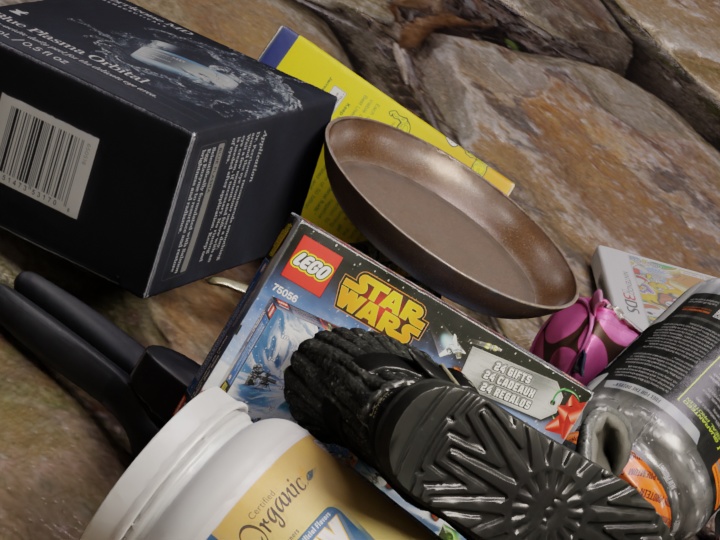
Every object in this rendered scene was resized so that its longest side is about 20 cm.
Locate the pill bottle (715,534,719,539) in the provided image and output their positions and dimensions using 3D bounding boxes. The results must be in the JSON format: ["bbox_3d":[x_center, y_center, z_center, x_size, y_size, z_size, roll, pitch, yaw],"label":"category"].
[{"bbox_3d":[0.240,0.217,1.558,0.113,0.200,0.113,28,24,-14],"label":"pill bottle"}]

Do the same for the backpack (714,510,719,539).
[{"bbox_3d":[0.322,0.202,1.792,0.163,0.154,0.200,19,15,-16],"label":"backpack"}]

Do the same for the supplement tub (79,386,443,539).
[{"bbox_3d":[-0.036,0.169,1.368,0.200,0.145,0.145,37,24,9],"label":"supplement tub"}]

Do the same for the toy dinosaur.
[{"bbox_3d":[0.000,0.000,1.718,0.088,0.048,0.200,7,15,42],"label":"toy dinosaur"}]

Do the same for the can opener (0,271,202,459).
[{"bbox_3d":[-0.141,0.059,1.549,0.200,0.079,0.063,34,22,29],"label":"can opener"}]

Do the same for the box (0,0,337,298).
[{"bbox_3d":[-0.154,-0.087,1.684,0.196,0.118,0.200,26,20,20],"label":"box"}]

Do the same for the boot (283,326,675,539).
[{"bbox_3d":[0.065,0.110,1.391,0.211,0.079,0.158,42,-8,-21],"label":"boot"}]

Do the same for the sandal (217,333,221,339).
[{"bbox_3d":[0.004,0.053,1.564,0.200,0.087,0.080,1,62,-60],"label":"sandal"}]

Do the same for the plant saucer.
[{"bbox_3d":[0.054,-0.029,1.718,0.200,0.032,0.200,32,20,-13],"label":"plant saucer"}]

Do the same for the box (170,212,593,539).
[{"bbox_3d":[0.012,0.076,1.474,0.200,0.137,0.040,31,3,-14],"label":"box"}]

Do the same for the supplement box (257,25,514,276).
[{"bbox_3d":[-0.002,-0.069,1.863,0.200,0.110,0.109,35,-2,2],"label":"supplement box"}]

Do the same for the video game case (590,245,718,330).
[{"bbox_3d":[0.289,0.046,2.085,0.200,0.023,0.182,16,22,-7],"label":"video game case"}]

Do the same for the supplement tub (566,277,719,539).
[{"bbox_3d":[0.214,0.103,1.769,0.122,0.123,0.200,40,52,14],"label":"supplement tub"}]

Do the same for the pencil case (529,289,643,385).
[{"bbox_3d":[0.225,0.090,1.907,0.200,0.094,0.091,25,17,-22],"label":"pencil case"}]

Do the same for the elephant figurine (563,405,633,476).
[{"bbox_3d":[0.108,0.137,1.622,0.200,0.155,0.142,-10,47,-50],"label":"elephant figurine"}]
